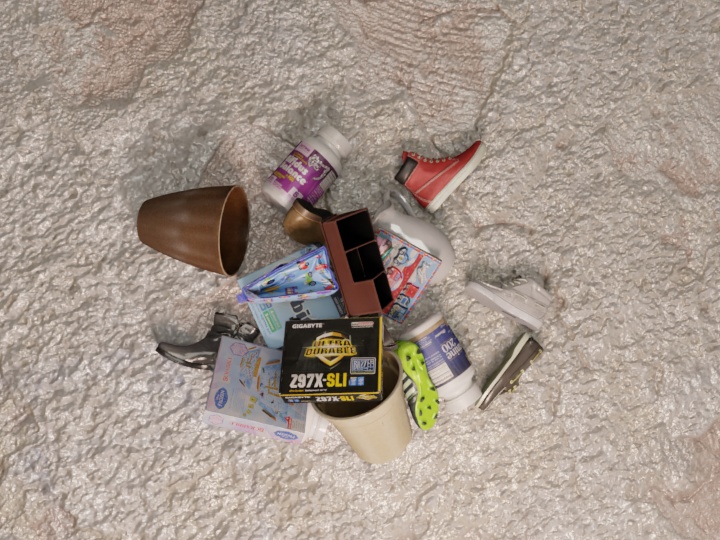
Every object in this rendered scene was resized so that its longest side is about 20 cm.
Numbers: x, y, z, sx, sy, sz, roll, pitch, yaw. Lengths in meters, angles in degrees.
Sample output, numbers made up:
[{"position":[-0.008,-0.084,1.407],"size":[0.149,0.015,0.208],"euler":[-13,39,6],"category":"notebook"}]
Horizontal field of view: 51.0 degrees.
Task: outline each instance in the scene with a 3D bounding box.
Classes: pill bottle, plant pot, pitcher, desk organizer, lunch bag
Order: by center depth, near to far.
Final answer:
[{"position":[-0.005,-0.015,1.489],"size":[0.076,0.072,0.202],"euler":[-11,103,29],"category":"desk organizer"},{"position":[-0.154,0.032,1.537],"size":[0.198,0.151,0.095],"euler":[-19,88,-7],"category":"lunch bag"},{"position":[0.019,0.290,1.553],"size":[0.199,0.201,0.185],"euler":[-28,124,-7],"category":"plant pot"},{"position":[-0.354,-0.091,1.571],"size":[0.197,0.187,0.190],"euler":[6,85,9],"category":"plant pot"},{"position":[-0.165,0.296,1.583],"size":[0.198,0.111,0.112],"euler":[19,84,-5],"category":"pill bottle"},{"position":[-0.111,-0.214,1.623],"size":[0.112,0.112,0.200],"euler":[40,83,-2],"category":"pill bottle"},{"position":[0.176,0.199,1.624],"size":[0.110,0.111,0.201],"euler":[-32,90,-7],"category":"pill bottle"},{"position":[0.113,-0.079,1.641],"size":[0.199,0.121,0.172],"euler":[37,44,-12],"category":"pitcher"}]

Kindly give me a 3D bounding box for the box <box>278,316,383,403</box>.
[{"position":[-0.054,0.174,1.469],"size":[0.197,0.049,0.161],"euler":[-2,61,9],"category":"box"}]

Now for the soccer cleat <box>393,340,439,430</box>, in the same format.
[{"position":[0.114,0.238,1.586],"size":[0.067,0.081,0.202],"euler":[-22,107,-23],"category":"soccer cleat"}]

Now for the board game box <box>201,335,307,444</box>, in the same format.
[{"position":[-0.201,0.236,1.509],"size":[0.197,0.201,0.041],"euler":[16,128,-10],"category":"board game box"}]

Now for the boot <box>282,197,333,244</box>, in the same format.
[{"position":[-0.087,-0.087,1.609],"size":[0.199,0.074,0.076],"euler":[23,111,-45],"category":"boot"}]

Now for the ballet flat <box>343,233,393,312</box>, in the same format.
[{"position":[0.000,0.000,1.572],"size":[0.071,0.069,0.201],"euler":[38,126,12],"category":"ballet flat"}]

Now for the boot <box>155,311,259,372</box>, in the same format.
[{"position":[-0.324,0.148,1.606],"size":[0.198,0.070,0.133],"euler":[19,81,-15],"category":"boot"}]

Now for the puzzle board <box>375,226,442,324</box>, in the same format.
[{"position":[0.064,0.017,1.605],"size":[0.149,0.017,0.201],"euler":[27,128,-3],"category":"puzzle board"}]

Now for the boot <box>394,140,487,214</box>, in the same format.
[{"position":[0.175,-0.246,1.678],"size":[0.144,0.072,0.200],"euler":[44,87,0],"category":"boot"}]

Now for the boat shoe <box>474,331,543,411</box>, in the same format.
[{"position":[0.327,0.231,1.657],"size":[0.060,0.072,0.202],"euler":[38,81,2],"category":"boat shoe"}]

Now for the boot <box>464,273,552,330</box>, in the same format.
[{"position":[0.332,0.047,1.679],"size":[0.199,0.073,0.096],"euler":[29,77,-12],"category":"boot"}]

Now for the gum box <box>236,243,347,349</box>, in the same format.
[{"position":[-0.142,0.056,1.635],"size":[0.198,0.045,0.171],"euler":[-26,89,-7],"category":"gum box"}]

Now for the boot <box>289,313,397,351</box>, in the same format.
[{"position":[-0.037,0.133,1.563],"size":[0.173,0.070,0.200],"euler":[-33,57,-14],"category":"boot"}]
